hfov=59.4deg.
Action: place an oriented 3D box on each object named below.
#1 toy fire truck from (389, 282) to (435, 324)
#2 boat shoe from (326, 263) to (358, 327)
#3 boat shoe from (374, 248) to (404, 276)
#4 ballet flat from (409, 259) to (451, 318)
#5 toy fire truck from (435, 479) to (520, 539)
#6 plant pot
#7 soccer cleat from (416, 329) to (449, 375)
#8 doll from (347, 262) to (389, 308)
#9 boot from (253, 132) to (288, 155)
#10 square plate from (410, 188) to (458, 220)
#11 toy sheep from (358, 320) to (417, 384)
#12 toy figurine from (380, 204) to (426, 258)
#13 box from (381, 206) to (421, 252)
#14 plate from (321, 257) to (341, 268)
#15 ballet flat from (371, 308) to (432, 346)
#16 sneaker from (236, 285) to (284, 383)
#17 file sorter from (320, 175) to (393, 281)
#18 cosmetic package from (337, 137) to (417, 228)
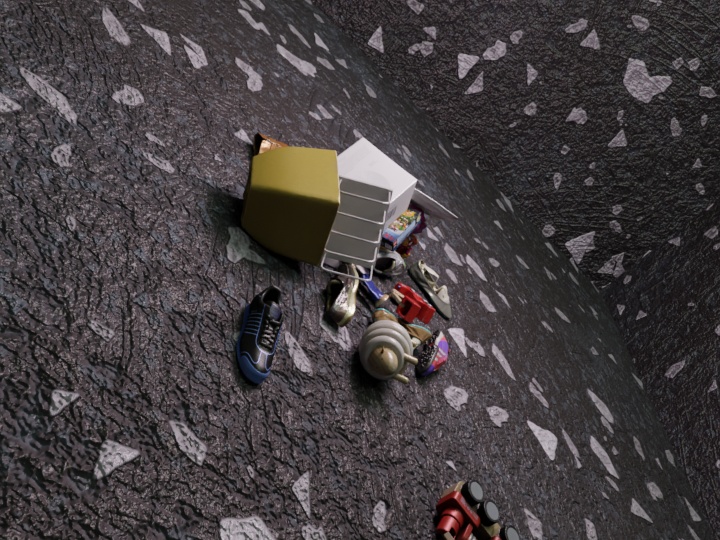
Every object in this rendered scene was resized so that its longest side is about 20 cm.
[{"bbox_3d":[0.123,0.083,1.664,0.139,0.050,0.200,27,10,-36],"label":"toy fire truck"},{"bbox_3d":[-0.047,0.044,1.488,0.064,0.073,0.203,38,26,-26],"label":"boat shoe"},{"bbox_3d":[0.063,-0.021,1.734,0.200,0.074,0.065,28,24,-52],"label":"boat shoe"},{"bbox_3d":[0.227,0.054,1.926,0.201,0.063,0.067,51,26,4],"label":"ballet flat"},{"bbox_3d":[0.214,0.529,1.211,0.177,0.128,0.199,50,37,3],"label":"toy fire truck"},{"bbox_3d":[-0.167,-0.161,1.436,0.194,0.197,0.199,11,42,-15],"label":"plant pot"},{"bbox_3d":[0.195,0.227,1.641,0.074,0.067,0.200,53,24,-6],"label":"soccer cleat"},{"bbox_3d":[0.000,0.000,1.636,0.203,0.048,0.136,56,9,2],"label":"doll"},{"bbox_3d":[-0.205,-0.280,1.671,0.153,0.076,0.204,26,34,-40],"label":"boot"},{"bbox_3d":[0.164,-0.201,1.803,0.197,0.029,0.198,31,3,-18],"label":"square plate"},{"bbox_3d":[0.059,0.177,1.418,0.138,0.138,0.200,43,11,-9],"label":"toy sheep"},{"bbox_3d":[0.126,-0.106,1.842,0.197,0.184,0.153,22,35,-43],"label":"toy figurine"},{"bbox_3d":[0.051,-0.147,1.740,0.197,0.038,0.137,29,57,26],"label":"box"},{"bbox_3d":[-0.131,-0.112,1.615,0.197,0.032,0.203,25,34,-42],"label":"plate"},{"bbox_3d":[0.105,0.164,1.591,0.197,0.067,0.074,29,51,-35],"label":"ballet flat"},{"bbox_3d":[-0.181,0.111,1.174,0.069,0.078,0.203,31,30,-30],"label":"sneaker"},{"bbox_3d":[-0.012,-0.095,1.480,0.134,0.206,0.125,13,21,-1],"label":"file sorter"},{"bbox_3d":[0.007,-0.207,1.657,0.199,0.124,0.199,41,58,15],"label":"cosmetic package"}]
